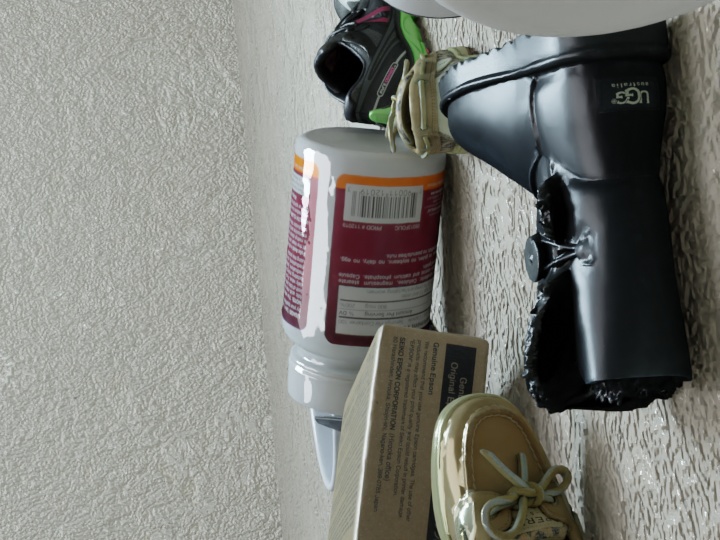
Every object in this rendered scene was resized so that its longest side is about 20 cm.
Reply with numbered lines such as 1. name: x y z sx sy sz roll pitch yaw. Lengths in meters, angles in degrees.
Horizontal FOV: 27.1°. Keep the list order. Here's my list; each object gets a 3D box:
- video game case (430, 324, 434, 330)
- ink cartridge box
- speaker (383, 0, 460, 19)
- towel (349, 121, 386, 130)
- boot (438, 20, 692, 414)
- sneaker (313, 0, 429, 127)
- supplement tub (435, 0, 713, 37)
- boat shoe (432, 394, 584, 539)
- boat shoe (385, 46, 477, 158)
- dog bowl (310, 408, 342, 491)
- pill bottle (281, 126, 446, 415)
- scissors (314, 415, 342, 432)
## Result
1. video game case: 0.062 0.153 1.171 0.200 0.025 0.181 -118 24 -70
2. ink cartridge box: 0.025 0.145 0.982 0.200 0.075 0.165 111 166 -69
3. speaker: 0.050 -0.245 0.834 0.200 0.081 0.081 95 168 -46
4. towel: 0.015 -0.143 1.300 0.133 0.034 0.200 98 165 -53
5. boot: 0.089 -0.019 0.693 0.200 0.076 0.169 168 101 -76
6. sneaker: 0.002 -0.181 1.179 0.200 0.084 0.077 -106 16 -52
7. supplement tub: 0.068 -0.196 0.500 0.144 0.144 0.201 103 160 -66
8. boat shoe: 0.093 0.160 0.790 0.063 0.073 0.201 143 112 -67
9. boat shoe: 0.047 -0.112 0.984 0.200 0.062 0.074 -174 79 -82
10. dog bowl: -0.002 0.103 1.397 0.200 0.079 0.201 175 90 -82
11. pill bottle: 0.000 0.000 1.125 0.114 0.114 0.201 -120 34 -71
12. scissors: 0.004 0.126 1.228 0.200 0.014 0.073 30 134 59
